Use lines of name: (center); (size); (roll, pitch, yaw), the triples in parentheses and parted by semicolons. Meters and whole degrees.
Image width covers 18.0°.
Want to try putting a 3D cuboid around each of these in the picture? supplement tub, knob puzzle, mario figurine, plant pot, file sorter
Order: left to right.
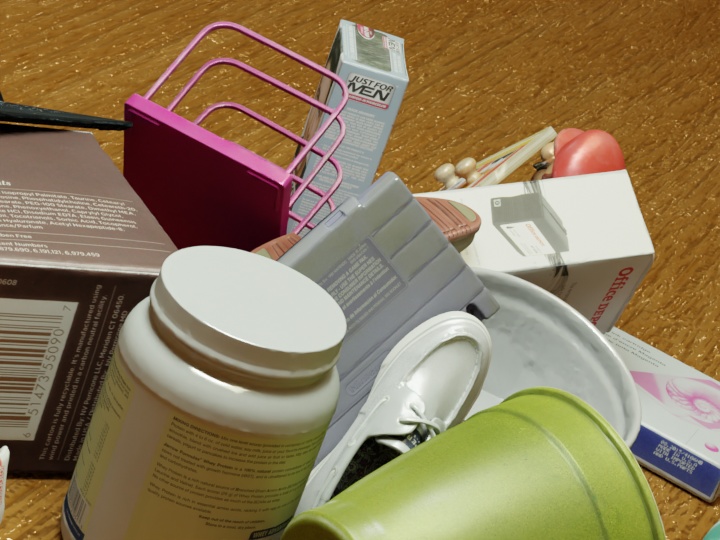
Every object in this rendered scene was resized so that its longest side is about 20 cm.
supplement tub: (-0.098, 0.101, 1.439); (0.144, 0.201, 0.145); (18, 25, -8)
file sorter: (-0.093, -0.071, 1.755); (0.138, 0.201, 0.126); (28, 55, 14)
knob puzzle: (0.052, -0.052, 1.917); (0.031, 0.219, 0.220); (54, 25, -6)
plant pot: (0.057, 0.191, 1.421); (0.192, 0.202, 0.200); (-12, 39, -32)
mario figurine: (0.152, -0.055, 1.944); (0.106, 0.200, 0.123); (42, 38, 3)

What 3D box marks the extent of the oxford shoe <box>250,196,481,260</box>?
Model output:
oxford shoe: (0.000, 0.000, 1.678); (0.199, 0.074, 0.071); (-17, 36, -23)

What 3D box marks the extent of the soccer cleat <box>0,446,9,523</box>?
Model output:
soccer cleat: (-0.302, 0.100, 1.416); (0.199, 0.086, 0.069); (30, 26, 18)

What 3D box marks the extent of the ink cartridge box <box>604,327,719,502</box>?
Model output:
ink cartridge box: (0.244, 0.100, 1.911); (0.195, 0.044, 0.200); (28, 27, 15)

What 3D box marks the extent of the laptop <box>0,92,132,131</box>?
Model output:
laptop: (-0.289, -0.166, 1.640); (0.199, 0.104, 0.177); (11, 6, 33)

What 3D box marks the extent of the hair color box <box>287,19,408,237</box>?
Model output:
hair color box: (-0.020, -0.097, 1.906); (0.060, 0.201, 0.099); (16, 24, -10)

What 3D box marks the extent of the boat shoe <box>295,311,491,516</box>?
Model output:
boat shoe: (0.022, 0.114, 1.517); (0.072, 0.200, 0.068); (46, -6, -17)

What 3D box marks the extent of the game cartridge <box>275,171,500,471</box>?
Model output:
game cartridge: (-0.017, 0.042, 1.544); (0.130, 0.200, 0.038); (50, -5, -16)

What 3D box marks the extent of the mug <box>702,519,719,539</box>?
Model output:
mug: (0.284, 0.242, 1.517); (0.114, 0.153, 0.185); (10, 27, -15)

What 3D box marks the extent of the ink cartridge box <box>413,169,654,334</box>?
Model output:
ink cartridge box: (0.114, -0.002, 1.807); (0.198, 0.145, 0.084); (-7, 63, -17)

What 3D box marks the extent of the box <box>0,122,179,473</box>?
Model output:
box: (-0.239, 0.015, 1.542); (0.163, 0.167, 0.200); (4, 30, -33)

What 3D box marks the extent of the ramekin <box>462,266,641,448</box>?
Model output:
ramekin: (0.095, 0.103, 1.668); (0.199, 0.105, 0.201); (19, 36, -15)
